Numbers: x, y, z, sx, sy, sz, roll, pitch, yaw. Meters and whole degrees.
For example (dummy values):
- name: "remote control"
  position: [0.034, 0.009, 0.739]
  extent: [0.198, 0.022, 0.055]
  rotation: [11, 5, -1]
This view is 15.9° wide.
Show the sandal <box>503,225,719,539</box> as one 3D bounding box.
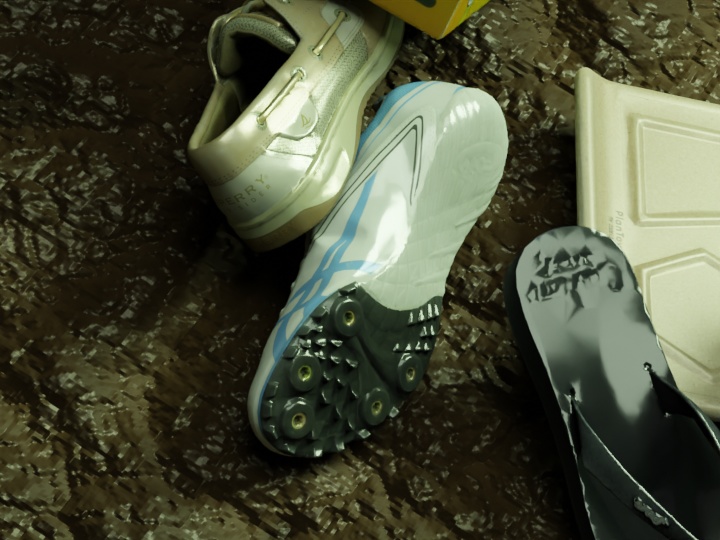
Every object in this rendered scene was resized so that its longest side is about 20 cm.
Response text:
- name: "sandal"
  position: [0.118, 0.074, 1.068]
  extent: [0.076, 0.043, 0.201]
  rotation: [-24, 80, -24]

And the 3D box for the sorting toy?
- name: "sorting toy"
  position: [0.187, 0.002, 1.187]
  extent: [0.198, 0.037, 0.186]
  rotation: [14, 50, -14]

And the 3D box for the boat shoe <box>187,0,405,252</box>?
- name: "boat shoe"
  position: [-0.032, -0.094, 1.142]
  extent: [0.065, 0.072, 0.201]
  rotation: [47, 36, -25]

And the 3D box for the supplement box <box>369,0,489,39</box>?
- name: "supplement box"
  position: [0.040, -0.197, 1.197]
  extent: [0.108, 0.110, 0.200]
  rotation: [30, 23, 7]

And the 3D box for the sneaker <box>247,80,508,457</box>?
- name: "sneaker"
  position: [0.000, 0.000, 1.110]
  extent: [0.072, 0.072, 0.201]
  rotation: [-3, 46, 40]
